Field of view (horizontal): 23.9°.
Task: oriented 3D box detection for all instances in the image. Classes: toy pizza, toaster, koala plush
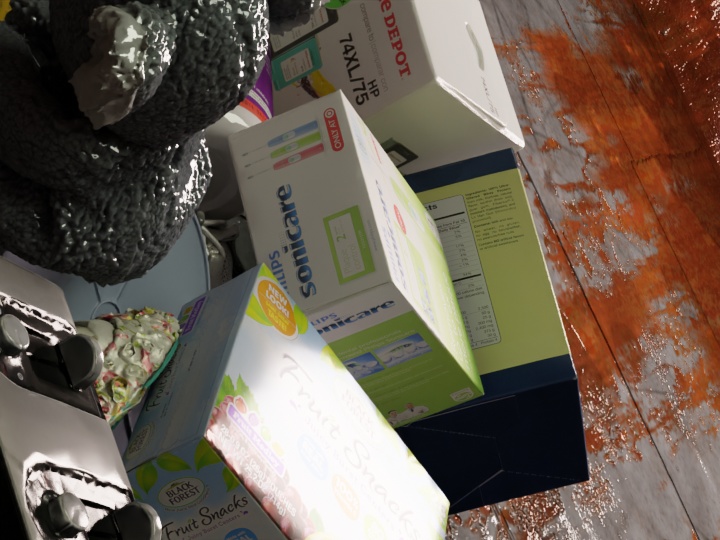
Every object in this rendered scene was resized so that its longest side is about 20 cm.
[{"bbox_3d":[-0.155,0.028,0.963,0.200,0.032,0.201,-20,114,-55],"label":"toy pizza"},{"bbox_3d":[-0.187,0.114,0.711,0.119,0.200,0.181,27,35,-58],"label":"toaster"},{"bbox_3d":[-0.112,-0.101,0.831,0.177,0.200,0.184,-34,95,-44],"label":"koala plush"}]

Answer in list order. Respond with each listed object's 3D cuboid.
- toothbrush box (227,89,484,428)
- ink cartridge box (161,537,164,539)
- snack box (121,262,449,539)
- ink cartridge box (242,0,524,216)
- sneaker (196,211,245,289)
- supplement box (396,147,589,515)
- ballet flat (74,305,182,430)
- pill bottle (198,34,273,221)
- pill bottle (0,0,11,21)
[{"bbox_3d":[0.000,0.000,1.121,0.200,0.086,0.146,48,23,-57],"label":"toothbrush box"},{"bbox_3d":[-0.097,0.184,0.937,0.200,0.084,0.145,-1,66,-63],"label":"ink cartridge box"},{"bbox_3d":[-0.035,0.123,0.939,0.200,0.067,0.169,55,24,-21],"label":"snack box"},{"bbox_3d":[-0.005,-0.135,1.316,0.146,0.199,0.147,28,41,-53],"label":"ink cartridge box"},{"bbox_3d":[-0.118,-0.021,1.080,0.200,0.082,0.075,49,25,-38],"label":"sneaker"},{"bbox_3d":[0.084,0.052,1.310,0.200,0.134,0.201,72,5,-60],"label":"supplement box"},{"bbox_3d":[-0.161,0.071,0.872,0.064,0.075,0.200,57,44,-23],"label":"ballet flat"},{"bbox_3d":[-0.117,-0.135,1.192,0.112,0.112,0.201,42,31,-40],"label":"pill bottle"},{"bbox_3d":[-0.237,-0.155,0.960,0.200,0.114,0.115,25,44,-55],"label":"pill bottle"}]
